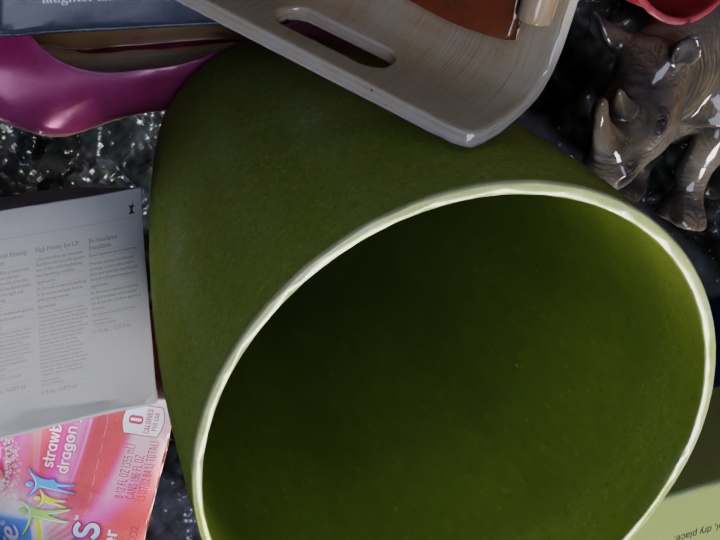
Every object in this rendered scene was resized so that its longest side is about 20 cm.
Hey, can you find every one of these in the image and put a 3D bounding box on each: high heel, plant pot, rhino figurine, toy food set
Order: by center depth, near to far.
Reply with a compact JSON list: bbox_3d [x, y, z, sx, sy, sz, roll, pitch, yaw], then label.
[{"bbox_3d":[0.014,-0.160,0.899,0.060,0.143,0.200,-11,124,-53],"label":"toy food set"},{"bbox_3d":[0.000,0.000,0.996,0.187,0.200,0.188,-11,126,-16],"label":"plant pot"},{"bbox_3d":[-0.081,-0.095,1.063,0.200,0.067,0.096,17,117,-22],"label":"high heel"},{"bbox_3d":[0.125,-0.064,1.068,0.060,0.200,0.088,22,102,24],"label":"rhino figurine"}]

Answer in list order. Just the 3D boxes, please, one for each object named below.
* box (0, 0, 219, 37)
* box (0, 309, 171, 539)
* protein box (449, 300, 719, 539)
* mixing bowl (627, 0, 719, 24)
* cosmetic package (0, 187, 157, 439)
[{"bbox_3d":[-0.068,-0.197,1.007,0.148,0.107,0.201,-3,113,-9],"label":"box"},{"bbox_3d":[-0.148,0.115,1.127,0.102,0.095,0.200,9,110,-14],"label":"box"},{"bbox_3d":[0.116,0.141,1.128,0.198,0.135,0.201,-12,117,-35],"label":"protein box"},{"bbox_3d":[0.081,-0.194,0.997,0.108,0.200,0.201,12,115,26],"label":"mixing bowl"},{"bbox_3d":[-0.157,0.021,0.962,0.200,0.051,0.083,-11,101,-50],"label":"cosmetic package"}]
